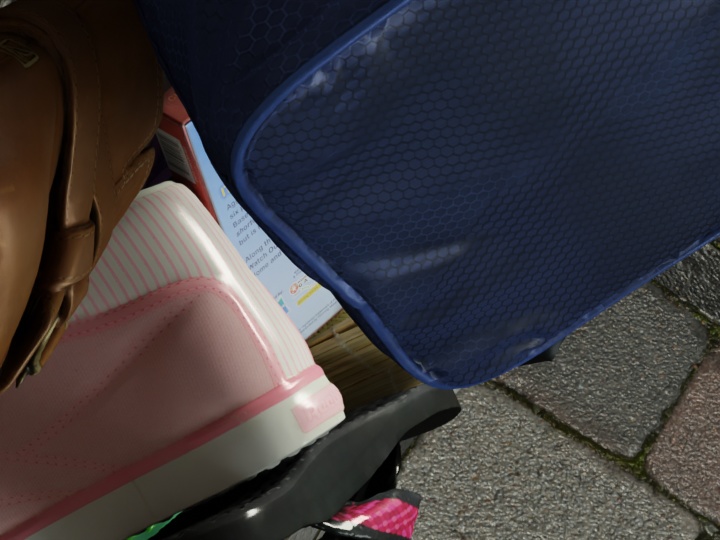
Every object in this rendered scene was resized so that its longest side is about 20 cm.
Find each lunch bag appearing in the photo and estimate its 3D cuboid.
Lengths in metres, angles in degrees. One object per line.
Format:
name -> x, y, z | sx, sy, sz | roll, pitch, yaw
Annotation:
lunch bag -> 0.015, -0.080, 0.562 | 0.136, 0.133, 0.200 | -33, 151, 3

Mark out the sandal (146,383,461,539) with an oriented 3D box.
sandal -> -0.018, 0.077, 0.730 | 0.075, 0.045, 0.200 | -28, 180, 22

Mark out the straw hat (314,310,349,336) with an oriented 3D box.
straw hat -> 0.000, 0.000, 0.877 | 0.201, 0.085, 0.201 | -45, -159, 22

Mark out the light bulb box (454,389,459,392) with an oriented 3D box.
light bulb box -> 0.055, -0.064, 1.152 | 0.200, 0.125, 0.198 | -58, 174, 16

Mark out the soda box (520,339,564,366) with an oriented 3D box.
soda box -> 0.071, -0.053, 0.913 | 0.063, 0.071, 0.200 | -9, 138, -37

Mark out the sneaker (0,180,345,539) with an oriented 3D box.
sneaker -> -0.111, 0.043, 0.704 | 0.200, 0.105, 0.075 | -28, -177, 18

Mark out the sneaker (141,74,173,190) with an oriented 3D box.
sneaker -> -0.058, -0.001, 0.781 | 0.200, 0.083, 0.081 | -60, 173, 26

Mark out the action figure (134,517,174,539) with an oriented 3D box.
action figure -> -0.074, 0.049, 1.038 | 0.118, 0.055, 0.200 | -54, 166, -20

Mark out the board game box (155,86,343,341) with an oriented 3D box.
board game box -> 0.025, -0.067, 0.745 | 0.200, 0.019, 0.103 | -40, 139, -23

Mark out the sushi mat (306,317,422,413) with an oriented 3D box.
sushi mat -> -0.071, 0.068, 0.796 | 0.199, 0.012, 0.096 | -26, 159, 2

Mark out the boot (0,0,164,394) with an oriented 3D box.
boot -> -0.109, 0.027, 0.595 | 0.200, 0.074, 0.155 | -60, 178, 42

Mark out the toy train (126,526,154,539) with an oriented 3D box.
toy train -> -0.116, 0.108, 0.950 | 0.200, 0.042, 0.056 | -51, -172, 35
